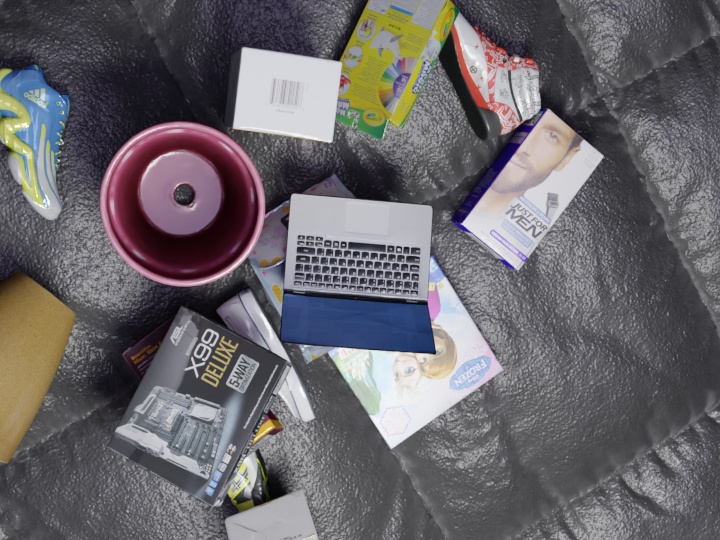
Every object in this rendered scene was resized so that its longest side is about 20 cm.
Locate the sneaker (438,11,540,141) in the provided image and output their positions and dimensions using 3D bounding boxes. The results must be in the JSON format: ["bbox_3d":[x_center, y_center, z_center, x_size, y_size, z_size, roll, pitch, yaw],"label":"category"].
[{"bbox_3d":[0.174,-0.288,1.507,0.107,0.067,0.203,-26,96,-17],"label":"sneaker"}]

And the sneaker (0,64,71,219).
[{"bbox_3d":[-0.405,-0.171,1.411,0.104,0.076,0.202,-24,101,-6],"label":"sneaker"}]

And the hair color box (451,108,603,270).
[{"bbox_3d":[0.232,-0.114,1.541,0.109,0.065,0.201,37,89,-13],"label":"hair color box"}]

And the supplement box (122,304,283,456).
[{"bbox_3d":[-0.206,0.160,1.455,0.110,0.086,0.201,-37,79,-2],"label":"supplement box"}]

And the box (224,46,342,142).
[{"bbox_3d":[-0.102,-0.220,1.394,0.123,0.200,0.099,6,97,-10],"label":"box"}]

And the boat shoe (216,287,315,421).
[{"bbox_3d":[-0.130,0.125,1.513,0.065,0.074,0.201,-28,92,-1],"label":"boat shoe"}]

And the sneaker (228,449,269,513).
[{"bbox_3d":[-0.172,0.273,1.527,0.076,0.075,0.202,-12,90,-1],"label":"sneaker"}]

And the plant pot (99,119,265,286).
[{"bbox_3d":[-0.227,-0.091,1.402,0.198,0.179,0.202,-2,99,-11],"label":"plant pot"}]

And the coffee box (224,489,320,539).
[{"bbox_3d":[-0.102,0.402,1.501,0.113,0.080,0.201,-19,134,-7],"label":"coffee box"}]

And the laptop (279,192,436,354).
[{"bbox_3d":[0.000,0.000,1.352,0.185,0.116,0.202,5,82,-5],"label":"laptop"}]

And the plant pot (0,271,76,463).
[{"bbox_3d":[-0.458,0.108,1.402,0.186,0.186,0.201,40,78,-13],"label":"plant pot"}]

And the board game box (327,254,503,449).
[{"bbox_3d":[0.068,0.113,1.555,0.199,0.041,0.200,-35,102,-3],"label":"board game box"}]

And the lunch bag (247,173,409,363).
[{"bbox_3d":[-0.054,-0.007,1.468,0.168,0.127,0.201,-28,75,-6],"label":"lunch bag"}]

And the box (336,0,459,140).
[{"bbox_3d":[0.036,-0.277,1.458,0.117,0.048,0.201,29,92,30],"label":"box"}]

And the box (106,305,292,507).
[{"bbox_3d":[-0.199,0.169,1.384,0.157,0.050,0.201,27,83,9],"label":"box"}]
